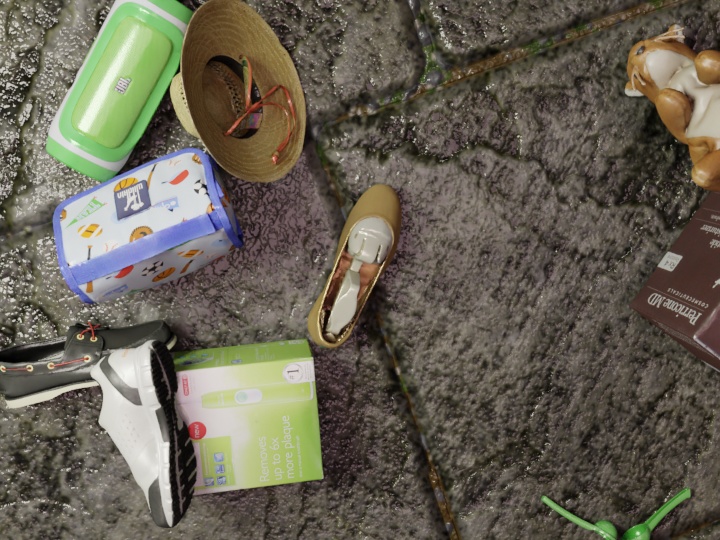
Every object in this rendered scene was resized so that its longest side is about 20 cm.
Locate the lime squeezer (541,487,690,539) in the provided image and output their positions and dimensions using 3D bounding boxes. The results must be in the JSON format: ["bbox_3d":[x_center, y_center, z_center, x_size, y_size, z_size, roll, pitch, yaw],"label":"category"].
[{"bbox_3d":[0.328,0.319,1.158,0.199,0.038,0.071,0,101,-7],"label":"lime squeezer"}]

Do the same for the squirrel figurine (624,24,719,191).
[{"bbox_3d":[0.387,-0.188,1.016,0.199,0.187,0.142,5,122,-46],"label":"squirrel figurine"}]

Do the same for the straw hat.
[{"bbox_3d":[-0.149,-0.178,0.959,0.085,0.201,0.202,-5,105,33],"label":"straw hat"}]

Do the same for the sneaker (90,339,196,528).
[{"bbox_3d":[-0.226,0.174,0.957,0.079,0.074,0.201,-8,96,10],"label":"sneaker"}]

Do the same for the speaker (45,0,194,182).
[{"bbox_3d":[-0.250,-0.197,0.953,0.088,0.088,0.201,28,96,-12],"label":"speaker"}]

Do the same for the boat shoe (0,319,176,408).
[{"bbox_3d":[-0.305,0.091,1.004,0.200,0.074,0.063,-16,110,-1],"label":"boat shoe"}]

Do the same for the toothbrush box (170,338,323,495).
[{"bbox_3d":[-0.148,0.167,1.036,0.199,0.086,0.147,-5,101,-6],"label":"toothbrush box"}]

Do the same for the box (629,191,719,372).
[{"bbox_3d":[0.461,0.021,1.054,0.164,0.166,0.200,35,94,-14],"label":"box"}]

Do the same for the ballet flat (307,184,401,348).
[{"bbox_3d":[0.000,0.000,1.037,0.068,0.063,0.201,20,97,-12],"label":"ballet flat"}]

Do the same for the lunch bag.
[{"bbox_3d":[-0.211,-0.045,0.928,0.169,0.200,0.124,-22,103,-2],"label":"lunch bag"}]
